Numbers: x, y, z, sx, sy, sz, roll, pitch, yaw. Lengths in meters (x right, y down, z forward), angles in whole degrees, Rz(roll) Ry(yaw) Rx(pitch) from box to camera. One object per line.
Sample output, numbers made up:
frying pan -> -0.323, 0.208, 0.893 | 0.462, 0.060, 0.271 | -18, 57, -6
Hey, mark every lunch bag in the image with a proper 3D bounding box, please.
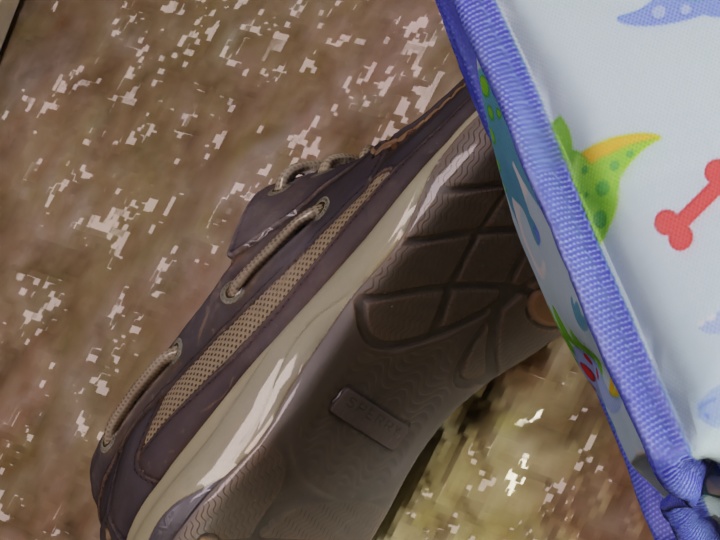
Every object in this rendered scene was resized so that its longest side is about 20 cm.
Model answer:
lunch bag -> 0.105, -0.056, 0.592 | 0.170, 0.127, 0.200 | -22, 68, 0

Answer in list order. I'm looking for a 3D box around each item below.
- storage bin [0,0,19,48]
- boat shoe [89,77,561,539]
storage bin -> -0.214, -0.095, 0.887 | 0.200, 0.094, 0.199 | 4, 66, 36
boat shoe -> 0.000, 0.000, 0.699 | 0.200, 0.074, 0.073 | -47, 48, 0
